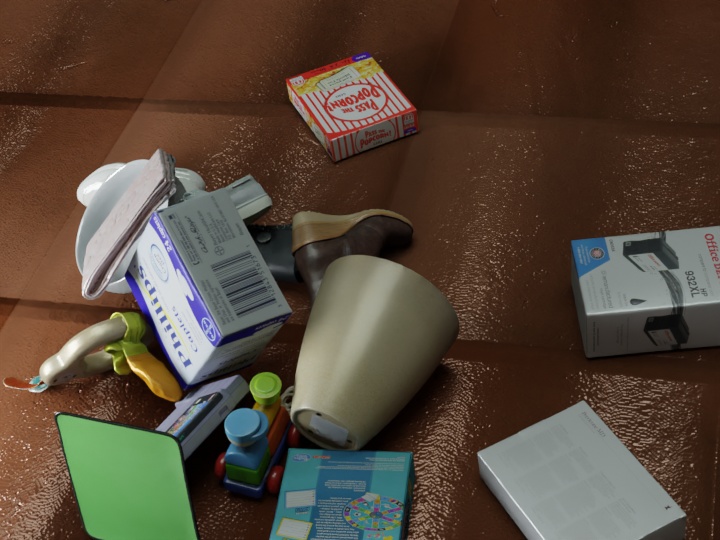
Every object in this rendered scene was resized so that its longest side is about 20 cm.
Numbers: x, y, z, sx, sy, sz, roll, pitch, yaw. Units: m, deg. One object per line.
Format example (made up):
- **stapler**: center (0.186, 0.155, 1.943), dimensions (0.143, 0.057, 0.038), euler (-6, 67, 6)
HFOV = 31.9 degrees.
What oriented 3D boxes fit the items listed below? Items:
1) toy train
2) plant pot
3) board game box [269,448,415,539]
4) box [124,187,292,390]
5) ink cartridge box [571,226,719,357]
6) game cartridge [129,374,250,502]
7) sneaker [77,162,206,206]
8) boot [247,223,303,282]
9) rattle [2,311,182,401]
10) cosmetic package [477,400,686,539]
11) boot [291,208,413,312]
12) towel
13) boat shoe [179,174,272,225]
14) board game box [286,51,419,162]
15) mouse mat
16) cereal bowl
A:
- **toy train**: center (-0.111, 0.166, 1.539), dimensions (0.085, 0.116, 0.200), euler (13, 47, 14)
- **plant pot**: center (-0.001, 0.116, 1.544), dimensions (0.187, 0.187, 0.200), euler (13, 54, 23)
- **board game box**: center (-0.023, 0.297, 1.437), dimensions (0.151, 0.047, 0.200), euler (0, 43, 11)
- **box**: center (-0.197, 0.028, 1.592), dimensions (0.105, 0.200, 0.184), euler (-22, 75, -29)
- **ink cartridge box**: center (0.381, 0.026, 1.629), dimensions (0.200, 0.084, 0.145), euler (-6, 42, 4)
- **game cartridge**: center (-0.230, 0.206, 1.533), dimensions (0.200, 0.038, 0.130), euler (-47, 11, -34)
- **sneaker**: center (-0.340, -0.111, 1.917), dimensions (0.200, 0.075, 0.100), euler (-1, 42, 10)
- **boot**: center (-0.160, -0.007, 1.769), dimensions (0.168, 0.077, 0.200), euler (6, 38, 22)
- **rattle**: center (-0.348, 0.153, 1.647), dimensions (0.200, 0.130, 0.143), euler (-30, 89, -4)
- **cosmetic package**: center (0.248, 0.254, 1.431), dimensions (0.151, 0.052, 0.200), euler (-25, 44, -13)
- **boot**: center (0.000, 0.000, 1.746), dimensions (0.200, 0.072, 0.167), euler (1, 61, -30)
- **towel**: center (-0.308, -0.065, 1.681), dimensions (0.191, 0.032, 0.200), euler (-52, 18, 8)
- **boat shoe**: center (-0.215, -0.077, 1.735), dimensions (0.201, 0.070, 0.072), euler (-27, 80, -36)
- **board game box**: center (-0.015, -0.269, 2.049), dimensions (0.151, 0.046, 0.200), euler (-21, 44, -13)
- **mouse mat**: center (-0.260, 0.246, 1.423), dimensions (0.161, 0.200, 0.008), euler (9, 35, 19)
- **cereal bowl**: center (-0.315, -0.055, 1.814), dimensions (0.200, 0.083, 0.200), euler (-20, 57, 34)
